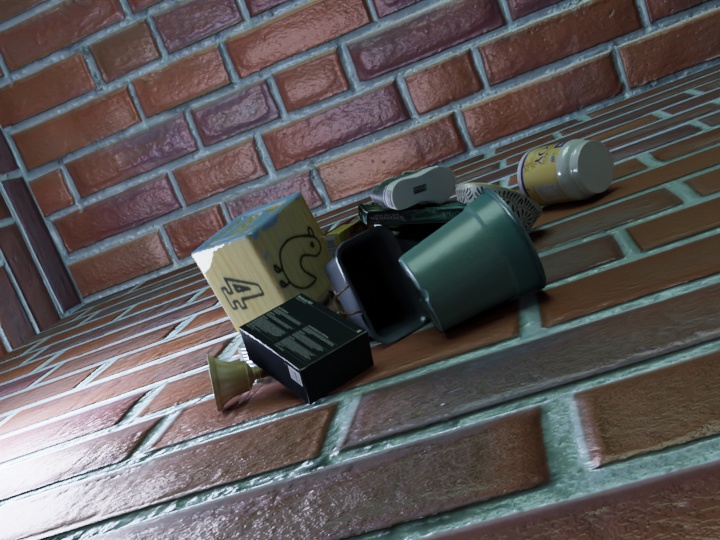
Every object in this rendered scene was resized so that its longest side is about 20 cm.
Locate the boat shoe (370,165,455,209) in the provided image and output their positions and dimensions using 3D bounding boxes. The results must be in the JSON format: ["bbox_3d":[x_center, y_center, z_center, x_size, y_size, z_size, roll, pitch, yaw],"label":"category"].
[{"bbox_3d":[0.099,-0.153,1.493,0.067,0.072,0.199,11,24,42],"label":"boat shoe"}]

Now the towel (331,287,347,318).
[{"bbox_3d":[-0.054,0.058,1.757,0.199,0.023,0.145,-10,47,45],"label":"towel"}]

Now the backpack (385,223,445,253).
[{"bbox_3d":[0.168,-0.043,1.612,0.199,0.148,0.183,15,36,42],"label":"backpack"}]

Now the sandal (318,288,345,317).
[{"bbox_3d":[-0.093,0.064,1.724,0.080,0.054,0.200,-48,31,-3],"label":"sandal"}]

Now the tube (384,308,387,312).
[{"bbox_3d":[0.090,0.030,1.548,0.058,0.052,0.200,-14,-18,-30],"label":"tube"}]

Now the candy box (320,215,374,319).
[{"bbox_3d":[0.000,0.000,1.630,0.056,0.201,0.116,-7,17,41],"label":"candy box"}]

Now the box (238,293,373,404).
[{"bbox_3d":[-0.094,0.129,1.377,0.141,0.079,0.200,-30,34,-27],"label":"box"}]

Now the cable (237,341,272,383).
[{"bbox_3d":[-0.149,0.141,1.597,0.199,0.070,0.200,-24,11,-9],"label":"cable"}]

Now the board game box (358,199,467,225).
[{"bbox_3d":[0.100,-0.110,1.511,0.198,0.028,0.135,-3,12,-5],"label":"board game box"}]

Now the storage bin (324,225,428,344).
[{"bbox_3d":[0.010,0.040,1.493,0.145,0.201,0.134,-27,1,-25],"label":"storage bin"}]

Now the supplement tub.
[{"bbox_3d":[0.492,-0.236,1.931,0.145,0.146,0.200,-28,12,-29],"label":"supplement tub"}]

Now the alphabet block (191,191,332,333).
[{"bbox_3d":[-0.189,-0.014,1.653,0.196,0.201,0.195,-14,23,42],"label":"alphabet block"}]

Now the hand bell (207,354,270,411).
[{"bbox_3d":[-0.172,0.183,1.463,0.198,0.105,0.104,-12,9,-10],"label":"hand bell"}]

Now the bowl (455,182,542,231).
[{"bbox_3d":[0.294,-0.111,1.774,0.200,0.200,0.095,-3,66,59],"label":"bowl"}]

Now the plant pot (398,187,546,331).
[{"bbox_3d":[0.183,-0.006,1.379,0.195,0.201,0.200,-31,12,-3],"label":"plant pot"}]
